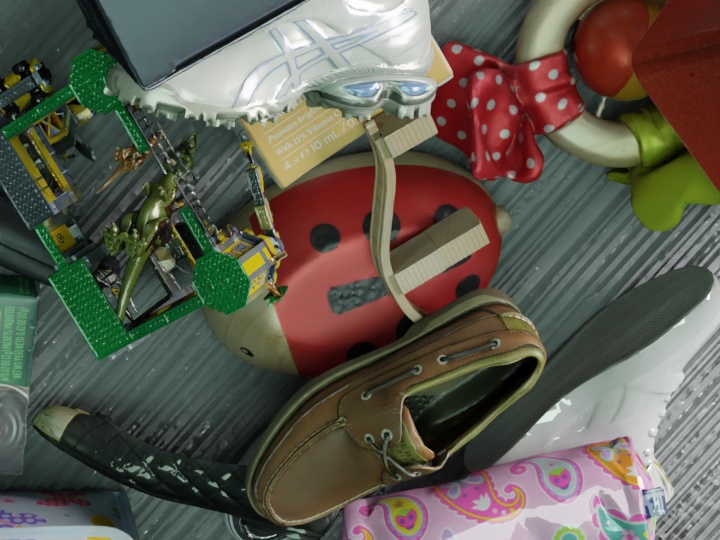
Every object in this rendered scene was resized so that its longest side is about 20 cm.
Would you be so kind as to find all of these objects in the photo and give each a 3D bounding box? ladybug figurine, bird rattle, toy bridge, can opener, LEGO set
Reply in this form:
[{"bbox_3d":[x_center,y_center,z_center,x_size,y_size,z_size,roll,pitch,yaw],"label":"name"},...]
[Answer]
[{"bbox_3d":[0.000,0.000,1.515,0.199,0.072,0.136,-22,110,-3],"label":"ladybug figurine"},{"bbox_3d":[0.146,-0.115,1.511,0.199,0.113,0.164,20,92,-2],"label":"bird rattle"},{"bbox_3d":[0.042,-0.011,1.458,0.067,0.027,0.200,-30,124,-4],"label":"toy bridge"},{"bbox_3d":[-0.238,-0.031,1.473,0.199,0.063,0.079,24,76,-26],"label":"can opener"},{"bbox_3d":[-0.120,-0.052,1.434,0.154,0.116,0.200,-37,91,33],"label":"LEGO set"}]

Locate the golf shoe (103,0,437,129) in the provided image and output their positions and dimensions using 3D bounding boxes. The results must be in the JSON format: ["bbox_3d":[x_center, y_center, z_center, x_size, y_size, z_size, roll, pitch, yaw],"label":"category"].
[{"bbox_3d":[-0.049,-0.130,1.342,0.199,0.078,0.098,-8,108,-34],"label":"golf shoe"}]

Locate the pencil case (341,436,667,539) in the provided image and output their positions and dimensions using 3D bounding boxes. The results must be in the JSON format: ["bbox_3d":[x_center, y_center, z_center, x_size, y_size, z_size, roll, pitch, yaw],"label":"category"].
[{"bbox_3d":[0.088,0.162,1.520,0.199,0.087,0.088,-13,110,1],"label":"pencil case"}]

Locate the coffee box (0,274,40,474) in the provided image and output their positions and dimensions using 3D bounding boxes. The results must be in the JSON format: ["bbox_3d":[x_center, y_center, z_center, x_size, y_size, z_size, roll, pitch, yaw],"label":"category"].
[{"bbox_3d":[-0.300,0.060,1.496,0.199,0.044,0.124,5,108,-11],"label":"coffee box"}]

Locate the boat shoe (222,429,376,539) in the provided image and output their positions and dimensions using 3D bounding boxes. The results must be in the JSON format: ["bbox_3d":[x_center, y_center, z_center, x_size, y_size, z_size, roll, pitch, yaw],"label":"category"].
[{"bbox_3d":[-0.001,0.114,1.555,0.199,0.066,0.070,-33,110,3],"label":"boat shoe"}]

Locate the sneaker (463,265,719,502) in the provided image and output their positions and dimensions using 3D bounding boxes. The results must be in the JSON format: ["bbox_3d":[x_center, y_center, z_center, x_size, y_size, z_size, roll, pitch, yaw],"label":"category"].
[{"bbox_3d":[0.176,0.093,1.583,0.200,0.074,0.116,-40,113,13],"label":"sneaker"}]

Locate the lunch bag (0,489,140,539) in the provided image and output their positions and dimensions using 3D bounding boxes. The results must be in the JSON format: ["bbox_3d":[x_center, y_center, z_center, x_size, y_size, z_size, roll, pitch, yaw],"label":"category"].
[{"bbox_3d":[-0.212,0.207,1.477,0.169,0.200,0.128,2,108,-10],"label":"lunch bag"}]

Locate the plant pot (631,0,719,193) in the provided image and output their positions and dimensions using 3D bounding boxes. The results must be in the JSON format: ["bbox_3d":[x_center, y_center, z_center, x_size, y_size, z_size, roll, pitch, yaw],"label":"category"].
[{"bbox_3d":[0.312,-0.126,1.427,0.200,0.176,0.200,50,55,-20],"label":"plant pot"}]

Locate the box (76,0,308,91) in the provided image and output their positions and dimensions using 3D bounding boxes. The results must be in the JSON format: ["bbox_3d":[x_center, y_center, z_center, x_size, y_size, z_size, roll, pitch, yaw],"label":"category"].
[{"bbox_3d":[-0.084,-0.183,1.260,0.148,0.200,0.105,-30,107,-6],"label":"box"}]

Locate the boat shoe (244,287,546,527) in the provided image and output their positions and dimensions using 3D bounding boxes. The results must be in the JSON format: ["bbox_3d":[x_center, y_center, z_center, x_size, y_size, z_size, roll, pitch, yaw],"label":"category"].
[{"bbox_3d":[0.019,0.088,1.446,0.200,0.068,0.072,-39,123,4],"label":"boat shoe"}]

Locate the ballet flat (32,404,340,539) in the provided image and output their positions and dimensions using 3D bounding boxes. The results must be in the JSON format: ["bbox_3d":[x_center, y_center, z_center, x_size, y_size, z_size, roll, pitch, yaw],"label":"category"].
[{"bbox_3d":[-0.106,0.117,1.528,0.199,0.066,0.057,17,87,5],"label":"ballet flat"}]

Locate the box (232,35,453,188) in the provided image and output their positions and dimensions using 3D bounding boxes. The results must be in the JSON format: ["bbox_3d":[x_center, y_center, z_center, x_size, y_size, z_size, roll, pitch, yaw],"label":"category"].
[{"bbox_3d":[-0.055,-0.170,1.431,0.124,0.097,0.200,-34,110,-4],"label":"box"}]
